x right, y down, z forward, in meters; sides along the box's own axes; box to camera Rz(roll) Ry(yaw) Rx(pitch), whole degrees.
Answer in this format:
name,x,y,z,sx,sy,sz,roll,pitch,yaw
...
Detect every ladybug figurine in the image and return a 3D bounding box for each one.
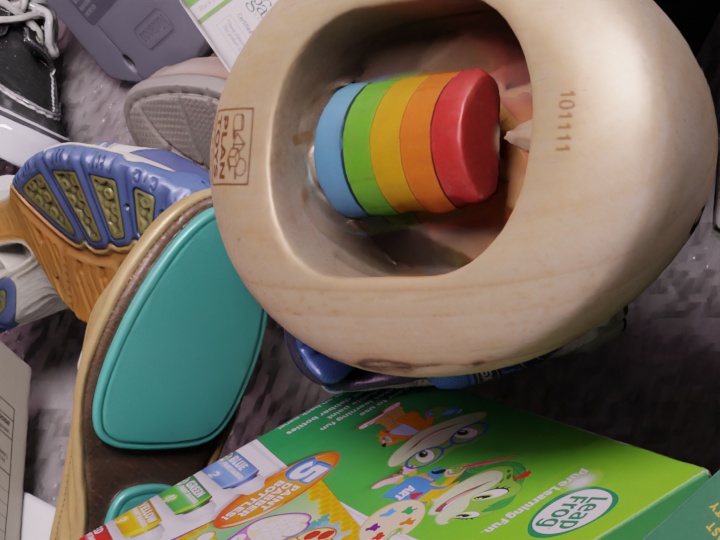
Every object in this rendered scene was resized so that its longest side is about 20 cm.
name,x,y,z,sx,sy,sz,roll,pitch,yaw
ladybug figurine,0.031,-0.035,0.744,0.200,0.072,0.136,4,89,48

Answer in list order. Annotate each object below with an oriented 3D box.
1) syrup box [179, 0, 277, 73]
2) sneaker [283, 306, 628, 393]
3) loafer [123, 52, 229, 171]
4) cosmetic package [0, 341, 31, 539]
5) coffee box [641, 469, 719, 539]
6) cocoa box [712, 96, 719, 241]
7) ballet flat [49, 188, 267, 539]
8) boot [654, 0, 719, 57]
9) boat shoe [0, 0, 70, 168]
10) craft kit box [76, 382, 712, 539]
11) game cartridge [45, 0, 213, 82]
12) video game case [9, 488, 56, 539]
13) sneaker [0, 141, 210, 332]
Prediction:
name,x,y,z,sx,sy,sz,roll,pitch,yaw
syrup box,0.045,-0.119,0.814,0.200,0.082,0.079,-33,4,32
sneaker,0.000,0.000,0.866,0.085,0.077,0.200,-28,19,-27
loafer,-0.005,-0.055,0.967,0.200,0.072,0.063,11,45,41
cosmetic package,-0.184,0.099,0.922,0.071,0.105,0.200,-22,44,21
coffee box,0.144,0.084,0.685,0.200,0.123,0.044,-44,42,4
cocoa box,0.220,-0.054,0.722,0.200,0.133,0.132,-16,49,30
ballet flat,-0.084,0.060,0.879,0.063,0.068,0.201,30,109,53
boot,0.142,-0.141,0.887,0.077,0.200,0.168,-105,32,-53
boat shoe,-0.172,-0.104,1.129,0.068,0.073,0.199,-57,31,8
craft kit box,-0.018,0.106,0.760,0.200,0.049,0.197,-29,22,-22
game cartridge,-0.102,-0.143,1.019,0.040,0.133,0.200,-38,6,-18
video game case,-0.216,0.159,0.992,0.182,0.023,0.200,19,71,46
sneaker,-0.094,-0.022,0.969,0.088,0.076,0.200,-24,14,-36
